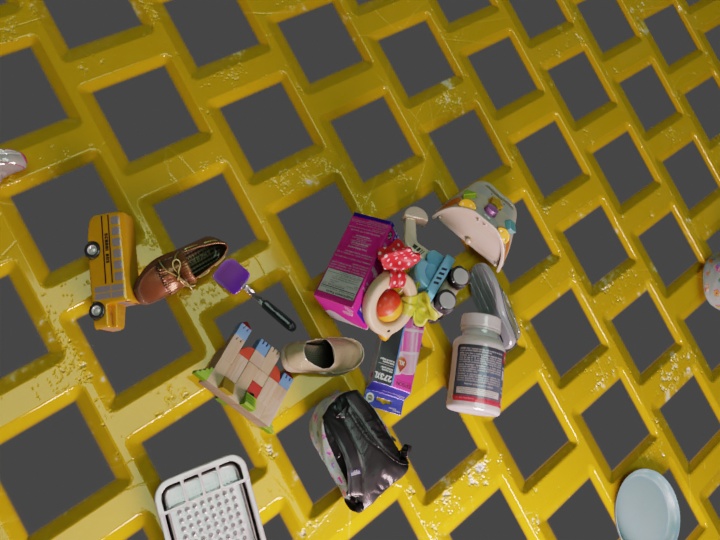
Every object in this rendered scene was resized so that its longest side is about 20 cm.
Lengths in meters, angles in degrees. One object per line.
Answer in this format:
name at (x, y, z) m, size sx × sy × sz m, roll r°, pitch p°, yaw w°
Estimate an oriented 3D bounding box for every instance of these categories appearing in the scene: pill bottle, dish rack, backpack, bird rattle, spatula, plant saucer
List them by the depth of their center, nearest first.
dish rack at (-0.269, 0.454, 1.104) m, size 0.167 × 0.043 × 0.206 m, roll -15°, pitch 84°, yaw -24°
backpack at (-0.015, 0.337, 1.183) m, size 0.165 × 0.126 × 0.203 m, roll -31°, pitch 89°, yaw -35°
bird rattle at (0.072, 0.049, 1.209) m, size 0.163 × 0.112 × 0.202 m, roll -45°, pitch 137°, yaw -16°
spatula at (-0.205, 0.055, 1.227) m, size 0.199 × 0.021 × 0.057 m, roll 41°, pitch 80°, yaw -11°
pill bottle at (0.252, 0.202, 1.319) m, size 0.116 × 0.119 × 0.206 m, roll 14°, pitch 74°, yaw -17°
plant saucer at (0.674, 0.577, 1.449) m, size 0.194 × 0.027 × 0.207 m, roll 5°, pitch 77°, yaw -21°
backpack at (1.033, 0.032, 1.645) m, size 0.194 × 0.153 × 0.181 m, roll 16°, pitch 78°, yaw -10°

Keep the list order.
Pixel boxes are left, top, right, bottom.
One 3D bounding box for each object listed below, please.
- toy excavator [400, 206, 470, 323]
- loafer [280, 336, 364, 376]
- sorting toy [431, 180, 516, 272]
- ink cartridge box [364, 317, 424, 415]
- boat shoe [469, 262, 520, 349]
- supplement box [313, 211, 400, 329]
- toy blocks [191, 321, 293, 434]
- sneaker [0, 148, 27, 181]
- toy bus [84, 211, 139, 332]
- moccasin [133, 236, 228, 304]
toy excavator at (0.144, -0.017, 1.347) m, size 0.198 × 0.100 × 0.197 m, roll 35°, pitch 67°, yaw -1°
loafer at (-0.063, 0.171, 1.213) m, size 0.196 × 0.067 × 0.078 m, roll 1°, pitch 77°, yaw -40°
sorting toy at (0.295, -0.134, 1.422) m, size 0.198 × 0.108 × 0.180 m, roll 39°, pitch 45°, yaw 3°
ink cartridge box at (0.072, 0.194, 1.299) m, size 0.092 × 0.037 × 0.206 m, roll 19°, pitch 74°, yaw -16°
boat shoe at (0.309, 0.079, 1.406) m, size 0.061 × 0.071 × 0.206 m, roll -17°, pitch 88°, yaw -48°
supplement box at (0.000, 0.000, 1.257) m, size 0.101 × 0.102 × 0.204 m, roll 16°, pitch 68°, yaw 29°
toy blocks at (-0.207, 0.195, 1.166) m, size 0.199 × 0.099 × 0.139 m, roll 42°, pitch 58°, yaw -19°
sneaker at (-0.674, -0.142, 1.066) m, size 0.197 × 0.081 × 0.090 m, roll -30°, pitch 90°, yaw -16°
toy bus at (-0.448, 0.004, 1.111) m, size 0.076 × 0.065 × 0.207 m, roll -9°, pitch 80°, yaw -1°
moccasin at (-0.331, 0.000, 1.138) m, size 0.199 × 0.076 × 0.076 m, roll -30°, pitch 111°, yaw -41°
